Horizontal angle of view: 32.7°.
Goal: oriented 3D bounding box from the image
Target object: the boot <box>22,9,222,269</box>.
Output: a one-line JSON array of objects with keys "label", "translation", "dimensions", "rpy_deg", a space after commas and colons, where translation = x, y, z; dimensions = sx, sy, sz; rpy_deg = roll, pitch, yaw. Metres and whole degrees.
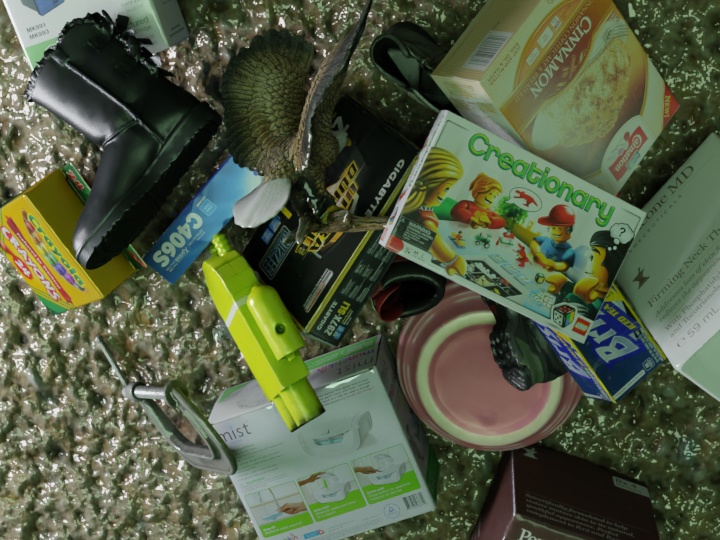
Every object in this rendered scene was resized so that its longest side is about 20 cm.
[{"label": "boot", "translation": [-0.238, -0.124, 1.114], "dimensions": [0.162, 0.073, 0.199], "rpy_deg": [39, 92, 8]}]

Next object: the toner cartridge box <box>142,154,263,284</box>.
[{"label": "toner cartridge box", "translation": [-0.133, -0.082, 1.230], "dimensions": [0.043, 0.095, 0.200], "rpy_deg": [40, 109, -9]}]

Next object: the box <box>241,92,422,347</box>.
[{"label": "box", "translation": [-0.019, -0.052, 1.177], "dimensions": [0.049, 0.160, 0.201], "rpy_deg": [27, 101, -36]}]

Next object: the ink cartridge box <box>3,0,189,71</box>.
[{"label": "ink cartridge box", "translation": [-0.270, -0.293, 1.175], "dimensions": [0.144, 0.088, 0.202], "rpy_deg": [-15, 106, 12]}]

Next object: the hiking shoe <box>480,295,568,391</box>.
[{"label": "hiking shoe", "translation": [0.168, 0.010, 1.192], "dimensions": [0.100, 0.076, 0.202], "rpy_deg": [-10, 91, -18]}]

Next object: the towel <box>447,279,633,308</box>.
[{"label": "towel", "translation": [0.174, 0.026, 1.266], "dimensions": [0.199, 0.035, 0.194], "rpy_deg": [28, 110, -4]}]

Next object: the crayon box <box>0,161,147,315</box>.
[{"label": "crayon box", "translation": [-0.300, -0.028, 1.227], "dimensions": [0.127, 0.051, 0.199], "rpy_deg": [54, 150, -12]}]

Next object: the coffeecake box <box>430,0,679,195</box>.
[{"label": "coffeecake box", "translation": [0.180, -0.162, 1.108], "dimensions": [0.154, 0.073, 0.200], "rpy_deg": [-53, 125, -12]}]

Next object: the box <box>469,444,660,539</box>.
[{"label": "box", "translation": [0.202, 0.321, 1.299], "dimensions": [0.164, 0.164, 0.202], "rpy_deg": [18, 111, 0]}]

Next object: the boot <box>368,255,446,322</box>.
[{"label": "boot", "translation": [0.000, 0.000, 1.204], "dimensions": [0.198, 0.145, 0.073], "rpy_deg": [-9, 124, 27]}]

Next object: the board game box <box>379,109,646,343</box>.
[{"label": "board game box", "translation": [0.131, -0.037, 1.055], "dimensions": [0.198, 0.035, 0.127], "rpy_deg": [25, 93, -10]}]

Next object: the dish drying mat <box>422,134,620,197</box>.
[{"label": "dish drying mat", "translation": [0.149, -0.071, 1.211], "dimensions": [0.198, 0.018, 0.078], "rpy_deg": [18, 107, 8]}]

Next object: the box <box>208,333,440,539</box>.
[{"label": "box", "translation": [-0.037, 0.191, 1.316], "dimensions": [0.198, 0.097, 0.178], "rpy_deg": [-21, 106, 13]}]

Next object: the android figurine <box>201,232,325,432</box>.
[{"label": "android figurine", "translation": [-0.097, 0.058, 1.188], "dimensions": [0.041, 0.182, 0.201], "rpy_deg": [-27, 83, -14]}]

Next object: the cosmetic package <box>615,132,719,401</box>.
[{"label": "cosmetic package", "translation": [0.360, 0.016, 1.132], "dimensions": [0.166, 0.201, 0.168], "rpy_deg": [32, 109, -26]}]

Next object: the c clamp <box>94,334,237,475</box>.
[{"label": "c clamp", "translation": [-0.204, 0.148, 1.290], "dimensions": [0.027, 0.199, 0.172], "rpy_deg": [-38, 110, -25]}]

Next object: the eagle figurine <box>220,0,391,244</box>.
[{"label": "eagle figurine", "translation": [-0.049, -0.130, 1.100], "dimensions": [0.150, 0.151, 0.202], "rpy_deg": [-9, 97, -1]}]

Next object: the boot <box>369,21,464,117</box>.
[{"label": "boot", "translation": [0.092, -0.158, 1.157], "dimensions": [0.199, 0.131, 0.068], "rpy_deg": [33, 108, -7]}]

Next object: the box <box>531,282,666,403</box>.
[{"label": "box", "translation": [0.189, 0.022, 1.124], "dimensions": [0.070, 0.064, 0.201], "rpy_deg": [-38, 98, -11]}]

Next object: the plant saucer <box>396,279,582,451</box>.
[{"label": "plant saucer", "translation": [0.134, 0.103, 1.264], "dimensions": [0.198, 0.051, 0.203], "rpy_deg": [3, 112, 8]}]
